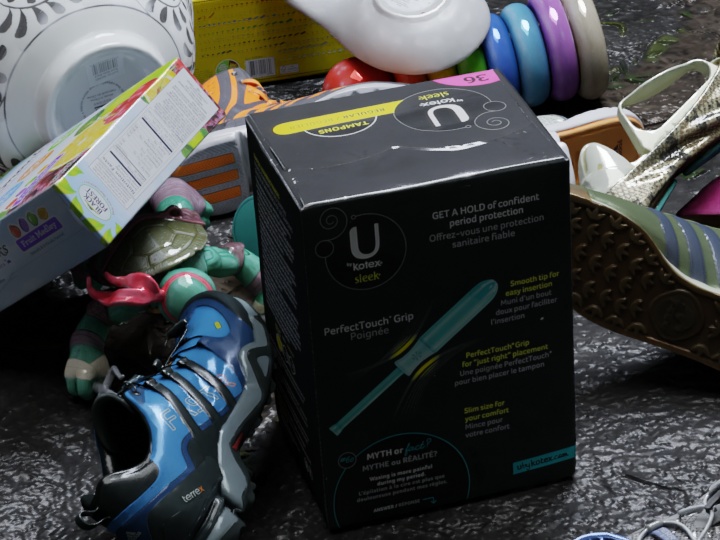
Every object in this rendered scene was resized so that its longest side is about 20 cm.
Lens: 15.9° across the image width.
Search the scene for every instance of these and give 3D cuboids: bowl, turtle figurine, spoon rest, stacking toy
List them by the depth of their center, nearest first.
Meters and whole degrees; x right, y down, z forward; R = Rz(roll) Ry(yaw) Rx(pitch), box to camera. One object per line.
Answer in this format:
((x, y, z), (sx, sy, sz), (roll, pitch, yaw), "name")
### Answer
((-0.115, 0.009, 1.559), (0.149, 0.101, 0.200), (-12, 24, -13), "turtle figurine")
((-0.181, -0.127, 1.683), (0.200, 0.201, 0.094), (-18, 37, -23), "bowl")
((0.001, -0.193, 1.818), (0.200, 0.061, 0.099), (30, 58, 26), "spoon rest")
((0.070, -0.142, 1.823), (0.199, 0.086, 0.085), (-14, 30, -4), "stacking toy")

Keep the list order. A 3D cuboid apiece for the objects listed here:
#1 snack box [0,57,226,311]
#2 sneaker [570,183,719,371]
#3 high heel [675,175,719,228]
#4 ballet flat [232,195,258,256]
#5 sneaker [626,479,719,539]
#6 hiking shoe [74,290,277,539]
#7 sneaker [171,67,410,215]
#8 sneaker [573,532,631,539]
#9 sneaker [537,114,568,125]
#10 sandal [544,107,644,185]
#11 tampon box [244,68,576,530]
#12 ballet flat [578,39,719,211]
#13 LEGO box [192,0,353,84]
((-0.188, -0.038, 1.568), (0.200, 0.053, 0.142), (-28, 16, 45), "snack box")
((0.183, 0.001, 1.515), (0.200, 0.067, 0.090), (28, 24, 3), "sneaker")
((0.272, -0.006, 1.571), (0.096, 0.068, 0.200), (-23, 27, -8), "high heel")
((0.000, 0.000, 1.593), (0.070, 0.068, 0.200), (8, 10, -40), "ballet flat")
((0.190, 0.124, 1.317), (0.200, 0.082, 0.075), (-20, 33, -25), "sneaker")
((-0.099, 0.073, 1.398), (0.087, 0.074, 0.200), (29, 35, -21), "hiking shoe")
((-0.046, -0.105, 1.764), (0.199, 0.078, 0.112), (-11, 31, -11), "sneaker")
((0.144, 0.216, 1.186), (0.070, 0.078, 0.200), (-14, 52, -21), "sneaker")
((0.057, -0.076, 1.687), (0.200, 0.087, 0.078), (-17, 32, -21), "sneaker")
((0.125, -0.055, 1.649), (0.206, 0.079, 0.059), (-25, 32, -35), "sandal")
((0.029, 0.013, 1.418), (0.149, 0.200, 0.126), (-11, 30, -12), "tampon box")
((0.183, -0.072, 1.621), (0.075, 0.068, 0.200), (43, 73, 4), "ballet flat")
((-0.084, -0.205, 1.946), (0.199, 0.077, 0.149), (-10, 30, -9), "LEGO box")
